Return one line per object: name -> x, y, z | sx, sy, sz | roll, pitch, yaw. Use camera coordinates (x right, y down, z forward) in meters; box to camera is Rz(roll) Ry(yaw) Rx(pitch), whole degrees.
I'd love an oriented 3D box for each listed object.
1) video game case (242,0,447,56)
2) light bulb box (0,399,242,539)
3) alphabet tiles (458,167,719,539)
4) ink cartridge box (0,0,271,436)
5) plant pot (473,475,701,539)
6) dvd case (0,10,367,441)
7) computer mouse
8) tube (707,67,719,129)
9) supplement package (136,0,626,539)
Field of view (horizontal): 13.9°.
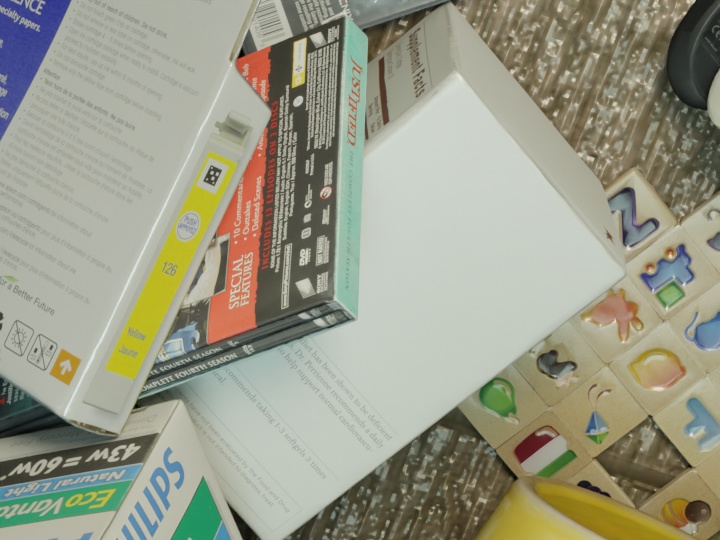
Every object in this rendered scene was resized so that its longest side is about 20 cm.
video game case -> 0.022, -0.185, 1.267 | 0.199, 0.019, 0.144 | -18, 109, 4
light bulb box -> -0.140, 0.182, 1.216 | 0.197, 0.125, 0.201 | -12, 115, 21
alphabet tiles -> 0.149, 0.035, 1.352 | 0.200, 0.008, 0.167 | -38, 105, 11
ink cartridge box -> -0.130, -0.063, 1.219 | 0.047, 0.197, 0.201 | 27, 91, -51
plant pot -> 0.092, 0.204, 1.317 | 0.200, 0.201, 0.190 | 23, 97, -9
dvd case -> -0.084, -0.014, 1.232 | 0.199, 0.147, 0.022 | -20, 140, 27
computer mouse -> 0.212, -0.143, 1.281 | 0.200, 0.034, 0.059 | -39, 120, 4
tube -> 0.235, -0.033, 1.297 | 0.200, 0.052, 0.058 | 36, 144, -31
supplement package -> 0.000, 0.000, 1.278 | 0.200, 0.117, 0.117 | -38, 106, 12
